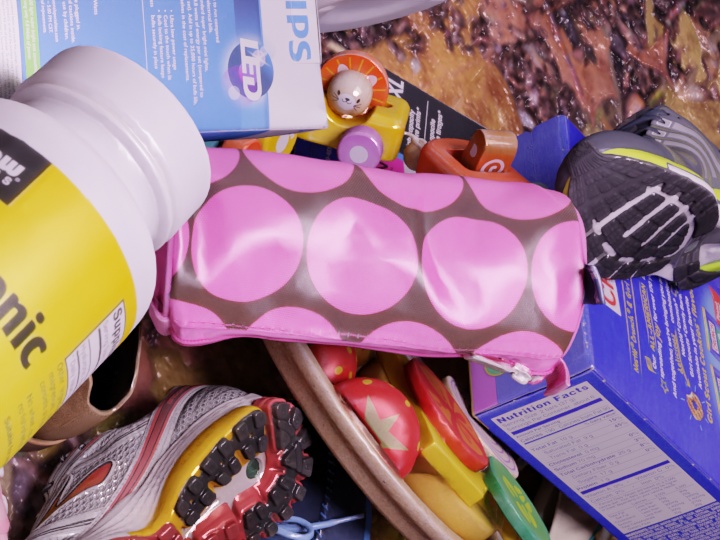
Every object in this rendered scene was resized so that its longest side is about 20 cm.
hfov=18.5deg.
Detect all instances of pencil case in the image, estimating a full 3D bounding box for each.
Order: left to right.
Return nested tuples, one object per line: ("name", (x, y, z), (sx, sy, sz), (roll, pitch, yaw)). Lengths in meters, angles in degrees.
("pencil case", (0.000, 0.000, 0.960), (0.199, 0.091, 0.094), (6, 78, -13))

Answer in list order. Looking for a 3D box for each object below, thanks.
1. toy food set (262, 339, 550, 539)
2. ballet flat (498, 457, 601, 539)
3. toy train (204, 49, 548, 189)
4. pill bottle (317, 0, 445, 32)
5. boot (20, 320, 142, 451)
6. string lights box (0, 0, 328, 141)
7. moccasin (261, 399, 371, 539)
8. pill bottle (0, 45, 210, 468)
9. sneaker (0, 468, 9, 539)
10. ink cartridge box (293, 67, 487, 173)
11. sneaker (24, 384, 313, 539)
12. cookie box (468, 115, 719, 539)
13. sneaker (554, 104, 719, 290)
("toy food set", (0.015, 0.058, 1.063), (0.198, 0.049, 0.200), (48, 10, -36))
("ballet flat", (0.079, 0.152, 1.155), (0.070, 0.069, 0.200), (53, 41, -20))
("toy train", (-0.010, -0.068, 1.055), (0.199, 0.150, 0.056), (4, 115, -24))
("pill bottle", (-0.013, -0.232, 1.139), (0.114, 0.114, 0.201), (-10, 85, -46))
("boot", (-0.123, -0.022, 0.993), (0.073, 0.075, 0.201), (16, 66, -39))
("string lights box", (-0.112, -0.104, 0.930), (0.199, 0.059, 0.103), (-5, 90, -37))
("moccasin", (-0.044, 0.147, 1.014), (0.068, 0.080, 0.201), (39, 51, -45))
("pill bottle", (-0.145, 0.007, 0.804), (0.111, 0.111, 0.200), (55, 53, -18))
("sneaker", (-0.164, 0.061, 0.899), (0.104, 0.075, 0.201), (2, 53, -49))
("ink cartridge box", (0.031, -0.045, 1.186), (0.200, 0.037, 0.095), (25, 61, -36))
("sneaker", (-0.112, 0.124, 0.969), (0.200, 0.082, 0.078), (-40, 127, -29))
("cookie box", (0.137, 0.044, 1.158), (0.200, 0.075, 0.172), (41, 34, -38))
("sneaker", (0.142, -0.043, 1.101), (0.081, 0.074, 0.200), (61, 19, 21))
